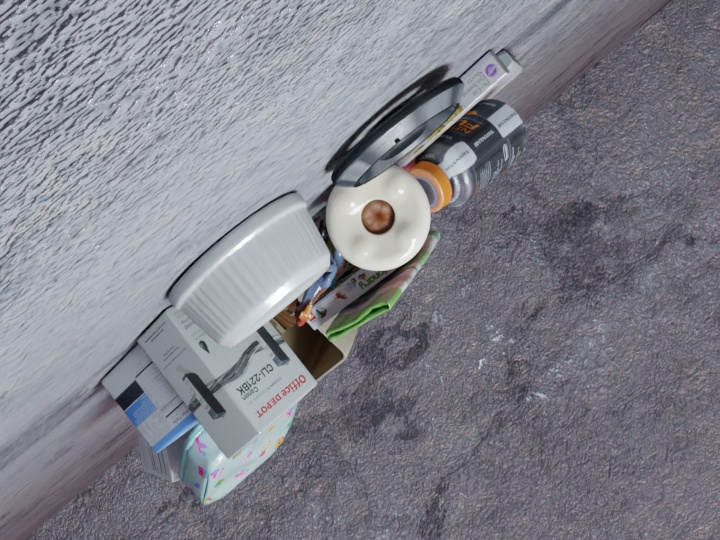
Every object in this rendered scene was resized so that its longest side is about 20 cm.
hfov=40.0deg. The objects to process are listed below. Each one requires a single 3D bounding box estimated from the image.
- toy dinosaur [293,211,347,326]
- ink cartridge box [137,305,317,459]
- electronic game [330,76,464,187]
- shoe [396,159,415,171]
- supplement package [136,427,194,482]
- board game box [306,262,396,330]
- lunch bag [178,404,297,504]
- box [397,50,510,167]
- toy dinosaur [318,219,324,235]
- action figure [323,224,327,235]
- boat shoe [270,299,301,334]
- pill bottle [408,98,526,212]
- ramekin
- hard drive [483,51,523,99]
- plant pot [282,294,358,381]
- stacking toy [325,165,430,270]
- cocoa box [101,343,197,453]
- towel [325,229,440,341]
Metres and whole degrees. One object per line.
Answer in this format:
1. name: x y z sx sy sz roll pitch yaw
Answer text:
1. toy dinosaur: -0.045 0.000 1.464 0.198 0.184 0.104 16 167 -33
2. ink cartridge box: -0.173 0.124 1.311 0.084 0.201 0.144 -39 178 37
3. electronic game: 0.045 -0.167 1.204 0.199 0.042 0.200 -38 178 -2
4. shoe: 0.089 -0.154 1.527 0.071 0.091 0.200 -40 178 25
5. supplement package: -0.263 0.238 1.641 0.198 0.158 0.110 -14 -171 -37
6. board game box: 0.000 0.000 1.532 0.199 0.035 0.127 -37 -165 17
7. lunch bag: -0.188 0.254 1.530 0.199 0.077 0.161 -38 156 -36
8. box: 0.118 -0.221 1.367 0.199 0.042 0.039 -40 178 21
9. toy dinosaur: -0.117 -0.010 1.620 0.200 0.048 0.088 -43 171 5
10. action figure: 0.030 -0.082 1.751 0.198 0.119 0.103 -27 154 -29
11. boat shoe: -0.138 0.039 1.553 0.068 0.072 0.200 -35 162 -3
12. pill bottle: 0.151 -0.164 1.455 0.200 0.107 0.106 -40 179 -35
13. ramekin: -0.124 0.007 1.183 0.202 0.095 0.202 -39 178 -2
14. hard drive: 0.186 -0.278 1.514 0.132 0.026 0.200 -40 177 16
15. plant pot: -0.108 0.080 1.827 0.200 0.200 0.177 -41 -173 43
16. stacking toy: 0.027 -0.080 1.432 0.146 0.147 0.200 -39 -178 4
17. cocoa box: -0.239 0.140 1.417 0.133 0.132 0.200 -40 177 34
18. towel: 0.034 0.018 1.501 0.149 0.031 0.200 -33 -168 41
